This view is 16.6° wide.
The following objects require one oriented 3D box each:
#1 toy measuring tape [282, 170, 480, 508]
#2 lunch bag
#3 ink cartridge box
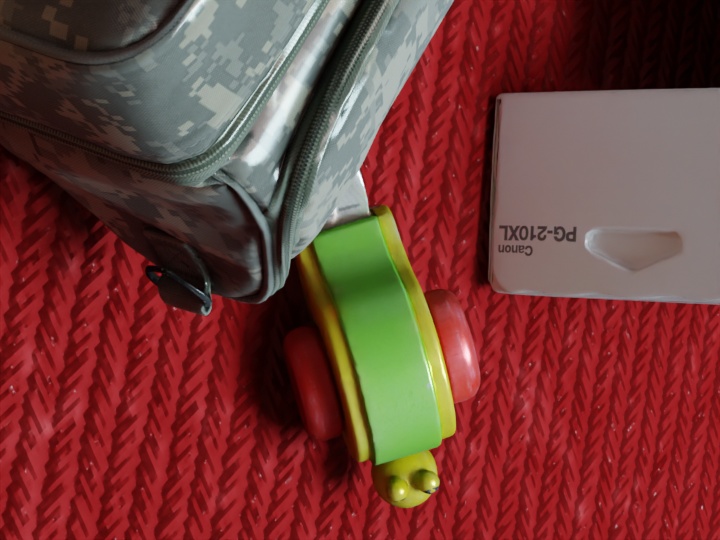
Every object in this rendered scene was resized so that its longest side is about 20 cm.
[{"bbox_3d":[0.000,0.000,0.877,0.073,0.073,0.201,-37,124,-44],"label":"toy measuring tape"},{"bbox_3d":[-0.037,-0.106,0.768,0.201,0.139,0.168,-61,149,-18],"label":"lunch bag"},{"bbox_3d":[0.166,-0.028,1.032,0.199,0.144,0.085,1,90,-52],"label":"ink cartridge box"}]
